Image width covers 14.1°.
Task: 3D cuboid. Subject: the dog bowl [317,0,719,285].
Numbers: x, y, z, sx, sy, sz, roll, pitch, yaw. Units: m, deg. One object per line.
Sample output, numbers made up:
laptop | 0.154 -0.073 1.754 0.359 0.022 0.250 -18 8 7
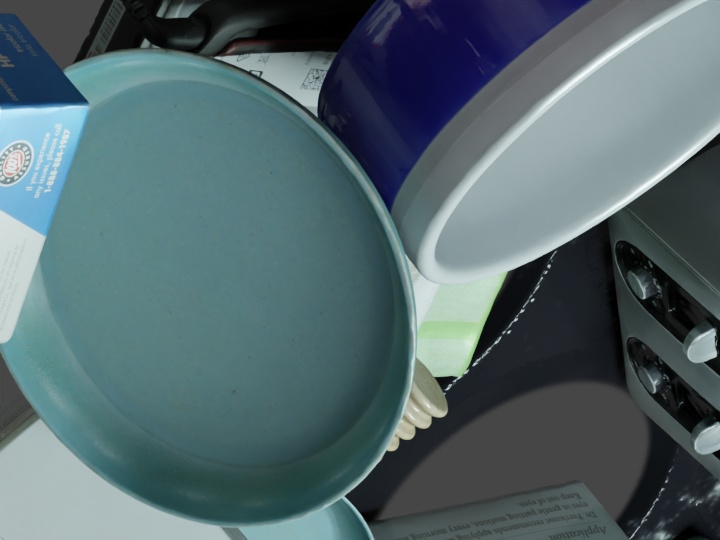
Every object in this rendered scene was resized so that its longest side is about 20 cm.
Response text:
dog bowl | 0.084 -0.085 1.163 0.200 0.079 0.200 -33 164 -11

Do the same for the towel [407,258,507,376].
towel | 0.000 0.000 1.378 0.200 0.031 0.149 -2 130 -40

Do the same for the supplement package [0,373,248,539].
supplement package | -0.149 0.159 1.284 0.200 0.111 0.156 -40 100 -1

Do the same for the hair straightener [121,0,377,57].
hair straightener | -0.012 -0.123 1.179 0.200 0.041 0.077 -2 130 -33

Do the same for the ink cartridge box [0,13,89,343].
ink cartridge box | -0.211 -0.029 1.059 0.200 0.067 0.116 -4 129 -38

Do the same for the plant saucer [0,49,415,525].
plant saucer | -0.063 0.005 1.156 0.027 0.200 0.200 -37 155 -54

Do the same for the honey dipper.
honey dipper | -0.047 0.109 1.430 0.200 0.038 0.038 -35 145 15

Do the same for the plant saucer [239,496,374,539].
plant saucer | -0.091 0.151 1.415 0.200 0.027 0.200 -8 133 -8

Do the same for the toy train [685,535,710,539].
toy train | 0.247 0.231 1.760 0.085 0.114 0.200 -46 144 7

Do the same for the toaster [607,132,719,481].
toaster | 0.237 0.003 1.510 0.200 0.119 0.181 -29 143 -14

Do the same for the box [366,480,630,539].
box | 0.059 0.250 1.570 0.199 0.171 0.200 -8 133 -35

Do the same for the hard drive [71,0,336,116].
hard drive | -0.015 -0.114 1.241 0.200 0.038 0.140 3 127 -43
